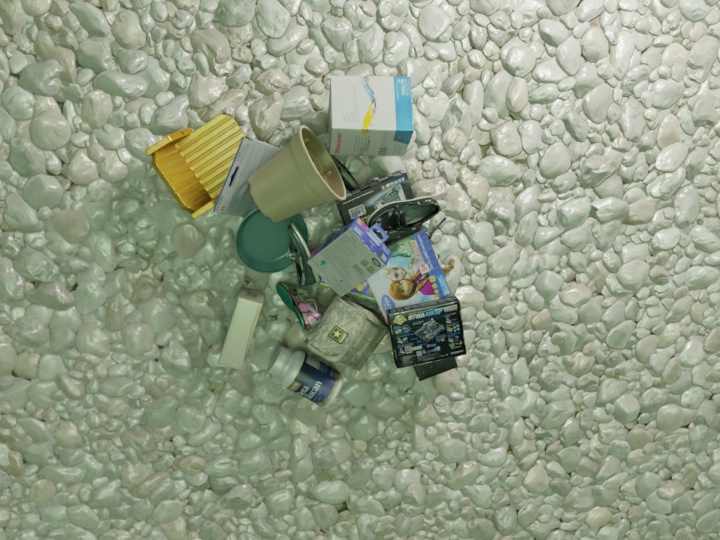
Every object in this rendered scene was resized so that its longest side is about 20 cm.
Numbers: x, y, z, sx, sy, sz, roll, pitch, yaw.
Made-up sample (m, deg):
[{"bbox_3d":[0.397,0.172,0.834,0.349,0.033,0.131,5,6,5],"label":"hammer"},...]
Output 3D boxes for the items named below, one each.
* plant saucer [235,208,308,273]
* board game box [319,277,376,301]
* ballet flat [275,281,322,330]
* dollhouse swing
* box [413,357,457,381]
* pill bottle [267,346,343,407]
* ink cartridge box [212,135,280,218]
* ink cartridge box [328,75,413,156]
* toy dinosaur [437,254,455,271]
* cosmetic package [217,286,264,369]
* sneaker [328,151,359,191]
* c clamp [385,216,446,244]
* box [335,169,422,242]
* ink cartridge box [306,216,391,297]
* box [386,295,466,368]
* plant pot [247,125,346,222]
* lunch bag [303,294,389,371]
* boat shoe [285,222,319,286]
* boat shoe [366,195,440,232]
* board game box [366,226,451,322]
[{"bbox_3d":[-0.239,-0.089,1.511,0.199,0.036,0.201,-11,120,-19],"label":"plant saucer"},{"bbox_3d":[0.000,0.000,1.571,0.199,0.045,0.135,16,104,-7],"label":"board game box"},{"bbox_3d":[-0.161,0.089,1.528,0.071,0.200,0.070,-22,130,-21],"label":"ballet flat"},{"bbox_3d":[-0.381,-0.273,1.416,0.175,0.182,0.201,-26,106,20],"label":"dollhouse swing"},{"bbox_3d":[0.185,0.192,1.613,0.121,0.106,0.201,-21,106,1],"label":"box"},{"bbox_3d":[-0.159,0.299,1.606,0.199,0.111,0.111,31,100,-12],"label":"pill bottle"},{"bbox_3d":[-0.286,-0.232,1.419,0.040,0.200,0.201,30,101,21],"label":"ink cartridge box"},{"bbox_3d":[0.021,-0.381,1.404,0.198,0.147,0.147,-1,77,-6],"label":"ink cartridge box"},{"bbox_3d":[0.178,0.017,1.592,0.199,0.058,0.101,-36,106,5],"label":"toy dinosaur"},{"bbox_3d":[-0.328,0.158,1.558,0.073,0.104,0.201,16,103,-10],"label":"cosmetic package"},{"bbox_3d":[-0.102,-0.256,1.488,0.199,0.076,0.114,38,100,-10],"label":"sneaker"},{"bbox_3d":[0.111,-0.129,1.567,0.199,0.027,0.171,31,105,-14],"label":"c clamp"},{"bbox_3d":[0.048,-0.153,1.488,0.199,0.050,0.159,-24,115,-8],"label":"box"},{"bbox_3d":[-0.018,-0.041,1.441,0.200,0.076,0.136,-35,106,32],"label":"ink cartridge box"},{"bbox_3d":[0.179,0.167,1.526,0.198,0.046,0.160,-12,105,-3],"label":"box"},{"bbox_3d":[-0.163,-0.216,1.372,0.183,0.201,0.201,-28,106,16],"label":"plant pot"},{"bbox_3d":[-0.040,0.168,1.542,0.199,0.118,0.164,27,102,-45],"label":"lunch bag"},{"bbox_3d":[-0.165,-0.036,1.510,0.061,0.073,0.201,-23,129,-5],"label":"boat shoe"},{"bbox_3d":[0.116,-0.138,1.450,0.198,0.066,0.075,-14,115,-13],"label":"boat shoe"},{"bbox_3d":[0.120,0.014,1.534,0.198,0.041,0.201,-25,106,4],"label":"board game box"}]
